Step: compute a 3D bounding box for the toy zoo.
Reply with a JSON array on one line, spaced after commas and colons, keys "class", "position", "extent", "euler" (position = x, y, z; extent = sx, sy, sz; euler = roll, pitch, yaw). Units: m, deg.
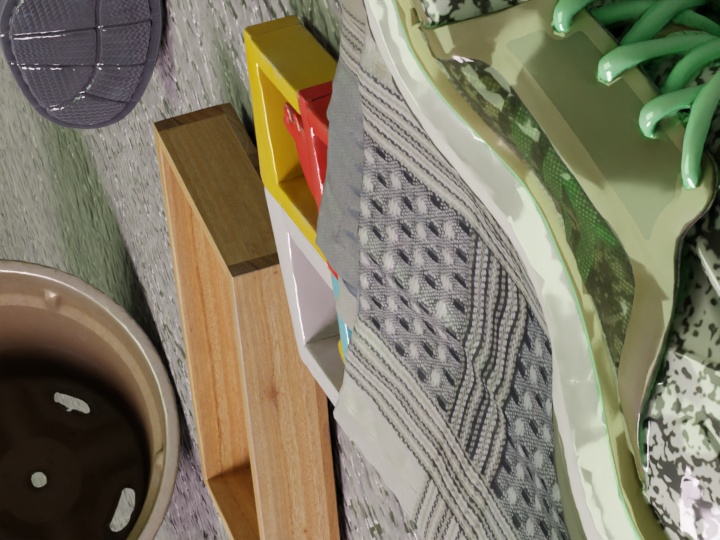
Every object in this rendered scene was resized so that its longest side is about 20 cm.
[{"class": "toy zoo", "position": [0.000, 0.000, 0.865], "extent": [0.200, 0.020, 0.131], "euler": [-128, 25, -58]}]

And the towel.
[{"class": "towel", "position": [0.039, 0.029, 0.660], "extent": [0.200, 0.035, 0.193], "euler": [58, 160, 31]}]

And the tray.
[{"class": "tray", "position": [-0.042, 0.042, 1.062], "extent": [0.099, 0.037, 0.200], "euler": [-120, 18, -45]}]

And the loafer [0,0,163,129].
[{"class": "loafer", "position": [-0.121, -0.147, 1.119], "extent": [0.200, 0.072, 0.063], "euler": [86, -178, -49]}]

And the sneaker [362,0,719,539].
[{"class": "sneaker", "position": [0.066, -0.023, 0.489], "extent": [0.089, 0.077, 0.200], "euler": [-27, 85, 64]}]

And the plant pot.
[{"class": "plant pot", "position": [-0.192, 0.108, 1.488], "extent": [0.183, 0.200, 0.201], "euler": [81, 171, -80]}]
